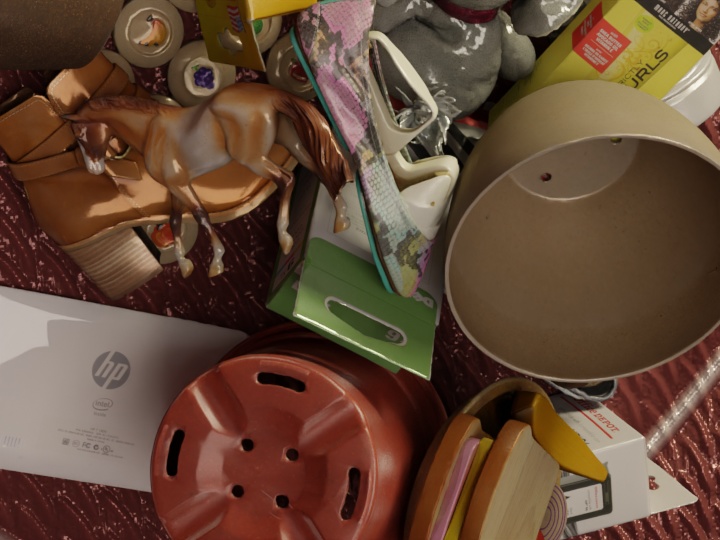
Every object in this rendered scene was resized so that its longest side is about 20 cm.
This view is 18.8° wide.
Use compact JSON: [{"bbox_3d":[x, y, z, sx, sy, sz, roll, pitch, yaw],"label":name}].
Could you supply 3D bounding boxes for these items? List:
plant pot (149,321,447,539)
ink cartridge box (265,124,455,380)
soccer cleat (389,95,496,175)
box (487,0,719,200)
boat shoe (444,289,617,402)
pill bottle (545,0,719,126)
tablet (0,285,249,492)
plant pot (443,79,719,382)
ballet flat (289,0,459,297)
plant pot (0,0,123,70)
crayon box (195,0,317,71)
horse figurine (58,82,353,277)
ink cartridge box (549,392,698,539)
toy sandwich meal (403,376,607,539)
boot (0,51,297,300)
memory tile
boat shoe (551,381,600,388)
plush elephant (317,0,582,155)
[{"bbox_3d":[-0.046,0.132,1.448,0.199,0.195,0.203,0,88,9],"label":"plant pot"},{"bbox_3d":[0.000,0.000,1.456,0.103,0.201,0.059,27,130,-15],"label":"ink cartridge box"},{"bbox_3d":[0.073,-0.080,1.561,0.198,0.069,0.086,18,108,-20],"label":"soccer cleat"},{"bbox_3d":[0.174,-0.144,1.468,0.075,0.050,0.200,36,119,-15],"label":"box"},{"bbox_3d":[0.119,0.026,1.601,0.072,0.068,0.200,-43,114,-3],"label":"boat shoe"},{"bbox_3d":[0.179,-0.194,1.534,0.113,0.114,0.201,-31,112,-8],"label":"pill bottle"},{"bbox_3d":[-0.183,0.089,1.544,0.198,0.014,0.131,11,101,-22],"label":"tablet"},{"bbox_3d":[0.147,-0.047,1.416,0.198,0.135,0.202,-3,130,-3],"label":"plant pot"},{"bbox_3d":[0.020,-0.079,1.365,0.071,0.069,0.201,-16,108,14],"label":"ballet flat"},{"bbox_3d":[-0.251,-0.202,1.353,0.199,0.187,0.188,18,99,-29],"label":"plant pot"},{"bbox_3d":[-0.081,-0.235,1.414,0.050,0.127,0.202,-15,104,-18],"label":"crayon box"},{"bbox_3d":[-0.085,-0.069,1.380,0.050,0.199,0.134,-34,106,-53],"label":"horse figurine"},{"bbox_3d":[0.138,0.147,1.616,0.198,0.116,0.068,-12,110,-16],"label":"ink cartridge box"},{"bbox_3d":[0.099,0.163,1.459,0.205,0.070,0.207,-25,122,-49],"label":"toy sandwich meal"},{"bbox_3d":[-0.140,-0.095,1.465,0.199,0.077,0.156,-34,109,1],"label":"boot"},{"bbox_3d":[-0.126,-0.116,1.504,0.153,0.017,0.200,40,90,-24],"label":"memory tile"},{"bbox_3d":[0.189,-0.011,1.553,0.076,0.072,0.201,-1,121,-46],"label":"boat shoe"},{"bbox_3d":[0.062,-0.190,1.439,0.163,0.201,0.156,19,118,-16],"label":"plush elephant"}]
